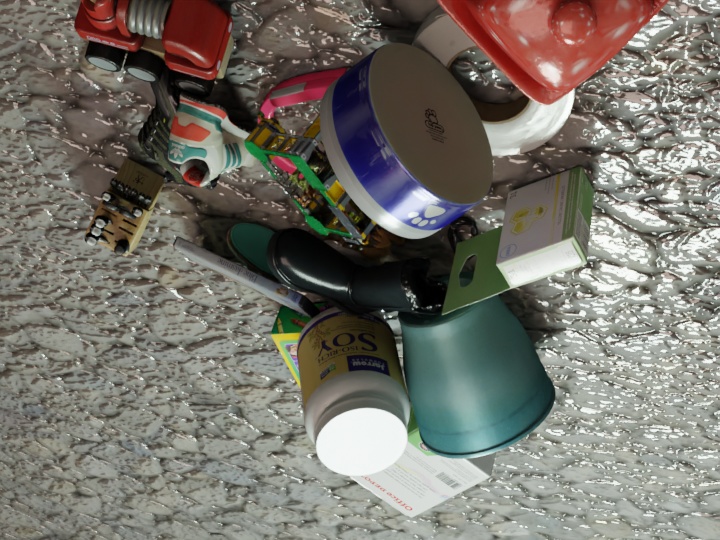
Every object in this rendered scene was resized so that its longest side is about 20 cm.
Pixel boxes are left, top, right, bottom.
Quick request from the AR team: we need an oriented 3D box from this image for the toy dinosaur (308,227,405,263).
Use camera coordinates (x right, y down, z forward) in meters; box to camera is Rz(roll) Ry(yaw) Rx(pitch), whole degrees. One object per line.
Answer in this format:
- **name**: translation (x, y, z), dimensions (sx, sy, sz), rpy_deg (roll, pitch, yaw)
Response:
- **toy dinosaur**: translation (0.026, -0.027, 1.559), dimensions (0.198, 0.061, 0.106), rpy_deg (29, 149, -18)

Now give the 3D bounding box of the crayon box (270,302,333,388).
- **crayon box**: translation (-0.040, 0.139, 1.734), dimensions (0.117, 0.059, 0.202), rpy_deg (-5, 131, 24)

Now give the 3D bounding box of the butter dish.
- **butter dish**: translation (0.202, -0.265, 1.149), dimensions (0.199, 0.149, 0.200), rpy_deg (40, 112, -22)

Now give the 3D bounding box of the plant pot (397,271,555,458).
- **plant pot**: translation (0.140, 0.115, 1.557), dimensions (0.197, 0.201, 0.190), rpy_deg (-11, 116, 28)

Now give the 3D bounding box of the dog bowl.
- **dog bowl**: translation (0.053, -0.142, 1.260), dimensions (0.200, 0.202, 0.078), rpy_deg (42, 131, -22)

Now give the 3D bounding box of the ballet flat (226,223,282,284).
- **ballet flat**: translation (-0.096, -0.003, 1.615), dimensions (0.197, 0.070, 0.071), rpy_deg (20, 157, -1)

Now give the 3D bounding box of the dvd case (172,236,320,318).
- **dvd case**: translation (-0.154, 0.013, 1.600), dimensions (0.198, 0.018, 0.143), rpy_deg (24, 173, 10)

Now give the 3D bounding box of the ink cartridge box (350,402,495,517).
- **ink cartridge box**: translation (0.096, 0.289, 1.815), dimensions (0.144, 0.085, 0.199), rpy_deg (37, 134, -17)

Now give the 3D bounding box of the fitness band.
- **fitness band**: translation (-0.037, -0.178, 1.435), dimensions (0.197, 0.038, 0.145), rpy_deg (-6, 134, 26)

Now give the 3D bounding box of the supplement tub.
- **supplement tub**: translation (-0.010, 0.161, 1.566), dimensions (0.143, 0.201, 0.147), rpy_deg (-4, 128, -6)

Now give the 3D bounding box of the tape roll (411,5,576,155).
- **tape roll**: translation (0.148, -0.221, 1.319), dimensions (0.199, 0.037, 0.205), rpy_deg (11, 136, 11)

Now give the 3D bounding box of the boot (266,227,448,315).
- **boot**: translation (0.000, 0.000, 1.473), dimensions (0.166, 0.078, 0.199), rpy_deg (-5, 151, 44)

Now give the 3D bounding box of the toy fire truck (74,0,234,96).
- **toy fire truck**: translation (-0.234, -0.302, 1.288), dimensions (0.173, 0.131, 0.200), rpy_deg (16, 170, 4)

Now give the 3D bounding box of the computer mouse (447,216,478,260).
- **computer mouse**: translation (0.103, -0.083, 1.478), dimensions (0.058, 0.034, 0.201), rpy_deg (-10, 130, 27)

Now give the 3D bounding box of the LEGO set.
- **LEGO set**: translation (-0.031, -0.135, 1.397), dimensions (0.200, 0.116, 0.153), rpy_deg (47, 161, -25)

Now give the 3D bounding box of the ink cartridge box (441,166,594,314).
- **ink cartridge box**: translation (0.183, -0.037, 1.400), dimensions (0.198, 0.147, 0.048), rpy_deg (-19, 122, 28)

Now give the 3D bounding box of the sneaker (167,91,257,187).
- **sneaker**: translation (-0.186, -0.146, 1.422), dimensions (0.069, 0.095, 0.200), rpy_deg (21, 175, 15)

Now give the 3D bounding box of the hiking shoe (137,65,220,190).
- **hiking shoe**: translation (-0.247, -0.181, 1.476), dimensions (0.099, 0.076, 0.202), rpy_deg (-1, 134, 16)

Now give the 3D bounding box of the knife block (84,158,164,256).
- **knife block**: translation (-0.332, -0.054, 1.561), dimensions (0.063, 0.177, 0.201), rpy_deg (27, 137, -8)
